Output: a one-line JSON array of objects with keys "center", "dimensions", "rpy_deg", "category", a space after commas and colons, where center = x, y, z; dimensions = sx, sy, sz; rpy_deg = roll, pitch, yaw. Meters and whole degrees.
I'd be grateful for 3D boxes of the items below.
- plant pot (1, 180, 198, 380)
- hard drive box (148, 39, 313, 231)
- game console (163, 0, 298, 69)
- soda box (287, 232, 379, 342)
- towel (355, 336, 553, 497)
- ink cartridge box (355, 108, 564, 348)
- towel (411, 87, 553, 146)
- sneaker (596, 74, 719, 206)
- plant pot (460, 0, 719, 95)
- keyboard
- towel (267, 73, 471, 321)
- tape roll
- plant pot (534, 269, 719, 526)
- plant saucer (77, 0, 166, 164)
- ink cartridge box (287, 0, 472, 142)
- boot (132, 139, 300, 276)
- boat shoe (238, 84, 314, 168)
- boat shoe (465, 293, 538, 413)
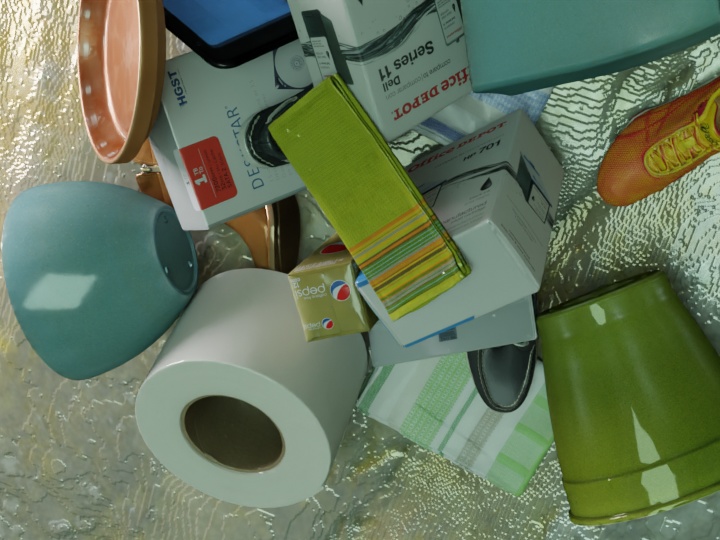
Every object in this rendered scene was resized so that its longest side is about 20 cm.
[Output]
[{"center": [-0.241, -0.004, 1.292], "dimensions": [0.134, 0.200, 0.201], "rpy_deg": [-15, 102, 18], "category": "plant pot"}, {"center": [-0.094, -0.144, 1.216], "dimensions": [0.199, 0.077, 0.156], "rpy_deg": [-25, 102, -23], "category": "hard drive box"}, {"center": [-0.107, -0.294, 1.171], "dimensions": [0.200, 0.116, 0.176], "rpy_deg": [42, 115, 33], "category": "game console"}, {"center": [0.000, 0.000, 1.229], "dimensions": [0.064, 0.200, 0.068], "rpy_deg": [-11, 104, 21], "category": "soda box"}, {"center": [0.108, 0.130, 1.333], "dimensions": [0.200, 0.031, 0.150], "rpy_deg": [29, 112, 4], "category": "towel"}, {"center": [0.094, -0.041, 1.175], "dimensions": [0.146, 0.200, 0.086], "rpy_deg": [-25, 116, 29], "category": "ink cartridge box"}, {"center": [0.118, -0.204, 1.231], "dimensions": [0.147, 0.024, 0.200], "rpy_deg": [29, 111, 4], "category": "towel"}, {"center": [0.295, -0.126, 1.180], "dimensions": [0.200, 0.077, 0.073], "rpy_deg": [-38, 96, 23], "category": "sneaker"}, {"center": [0.196, -0.232, 1.076], "dimensions": [0.199, 0.141, 0.142], "rpy_deg": [-7, 94, 21], "category": "plant pot"}, {"center": [0.085, 0.054, 1.273], "dimensions": [0.199, 0.011, 0.057], "rpy_deg": [-13, 85, 39], "category": "keyboard"}, {"center": [0.004, -0.058, 1.081], "dimensions": [0.086, 0.018, 0.200], "rpy_deg": [-34, 89, 29], "category": "towel"}, {"center": [-0.105, 0.117, 1.294], "dimensions": [0.202, 0.139, 0.203], "rpy_deg": [10, 131, 11], "category": "tape roll"}, {"center": [0.256, 0.109, 1.215], "dimensions": [0.200, 0.200, 0.194], "rpy_deg": [-21, 88, 20], "category": "plant pot"}, {"center": [-0.209, -0.194, 1.143], "dimensions": [0.032, 0.200, 0.201], "rpy_deg": [-3, 111, -26], "category": "plant saucer"}, {"center": [0.021, -0.227, 1.094], "dimensions": [0.083, 0.146, 0.201], "rpy_deg": [18, 134, 48], "category": "ink cartridge box"}, {"center": [-0.150, -0.071, 1.316], "dimensions": [0.155, 0.077, 0.201], "rpy_deg": [-6, 109, 19], "category": "boot"}, {"center": [-0.013, -0.145, 1.180], "dimensions": [0.200, 0.060, 0.076], "rpy_deg": [-33, 105, -22], "category": "boat shoe"}, {"center": [0.138, 0.046, 1.267], "dimensions": [0.072, 0.063, 0.201], "rpy_deg": [1, 99, 3], "category": "boat shoe"}]
